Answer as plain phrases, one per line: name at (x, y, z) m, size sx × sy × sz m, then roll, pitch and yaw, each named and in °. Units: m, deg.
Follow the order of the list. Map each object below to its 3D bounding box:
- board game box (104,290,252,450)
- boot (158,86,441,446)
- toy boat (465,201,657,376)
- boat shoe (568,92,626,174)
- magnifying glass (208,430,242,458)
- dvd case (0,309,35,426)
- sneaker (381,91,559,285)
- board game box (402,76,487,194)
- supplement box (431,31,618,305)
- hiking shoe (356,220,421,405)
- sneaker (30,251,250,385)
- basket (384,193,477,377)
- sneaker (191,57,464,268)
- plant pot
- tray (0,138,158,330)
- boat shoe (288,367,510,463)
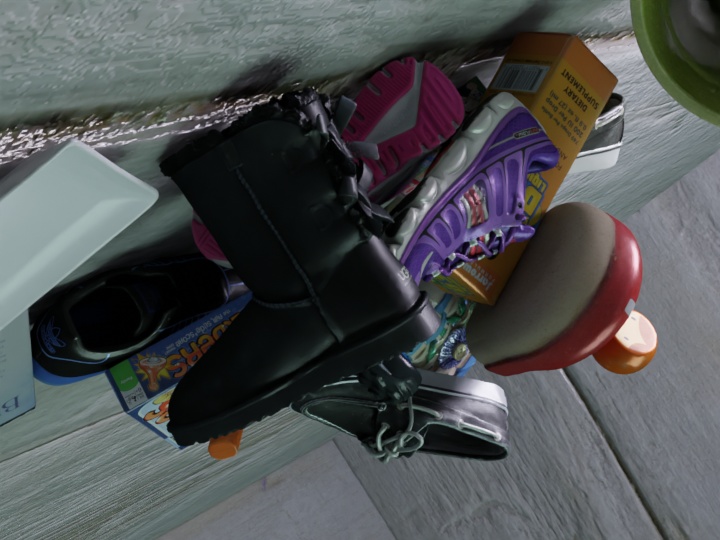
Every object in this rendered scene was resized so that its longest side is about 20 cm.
board game box at (-0.105, 0.077, 0.880) m, size 0.135 × 0.034 × 0.200 m, roll -29°, pitch 165°, yaw -5°
boot at (-0.064, -0.002, 0.684) m, size 0.198 × 0.163 × 0.073 m, roll -27°, pitch -171°, yaw 19°
toy boat at (0.168, 0.033, 0.884) m, size 0.131 × 0.131 × 0.200 m, roll -60°, pitch -179°, yaw -9°
boat shoe at (0.142, -0.112, 0.953) m, size 0.200 × 0.071 × 0.064 m, roll -16°, pitch 129°, yaw -37°
magnifying glass at (-0.105, 0.093, 1.052) m, size 0.079 × 0.022 × 0.200 m, roll -16°, pitch -149°, yaw 19°
dvd case at (-0.270, 0.074, 0.711) m, size 0.143 × 0.018 × 0.200 m, roll -29°, pitch 161°, yaw -26°
sneaker at (0.067, -0.031, 0.757) m, size 0.200 × 0.083 × 0.081 m, roll -51°, pitch -177°, yaw -21°
board game box at (0.070, -0.102, 1.015) m, size 0.134 × 0.029 × 0.200 m, roll -37°, pitch 170°, yaw 11°
supplement box at (0.109, -0.077, 0.858) m, size 0.069 × 0.067 × 0.200 m, roll 22°, pitch -101°, yaw 54°
hiking shoe at (0.000, 0.000, 0.810) m, size 0.087 × 0.200 × 0.074 m, roll -29°, pitch 148°, yaw -4°
sneaker at (-0.140, 0.026, 0.827) m, size 0.200 × 0.070 × 0.078 m, roll -25°, pitch 174°, yaw -38°
basket at (0.053, 0.036, 1.036) m, size 0.177 × 0.139 × 0.200 m, roll -58°, pitch 163°, yaw -8°
sneaker at (-0.022, -0.058, 0.775) m, size 0.200 × 0.081 × 0.088 m, roll -30°, pitch 168°, yaw -16°
plant pot at (0.316, -0.219, 0.868) m, size 0.200 × 0.200 × 0.190 m, roll -39°, pitch -178°, yaw 28°
tray at (-0.204, 0.004, 0.600) m, size 0.200 × 0.022 × 0.107 m, roll -39°, pitch 162°, yaw 4°
boat shoe at (0.032, 0.124, 0.948) m, size 0.199 × 0.068 × 0.074 m, roll 13°, pitch 141°, yaw -24°
